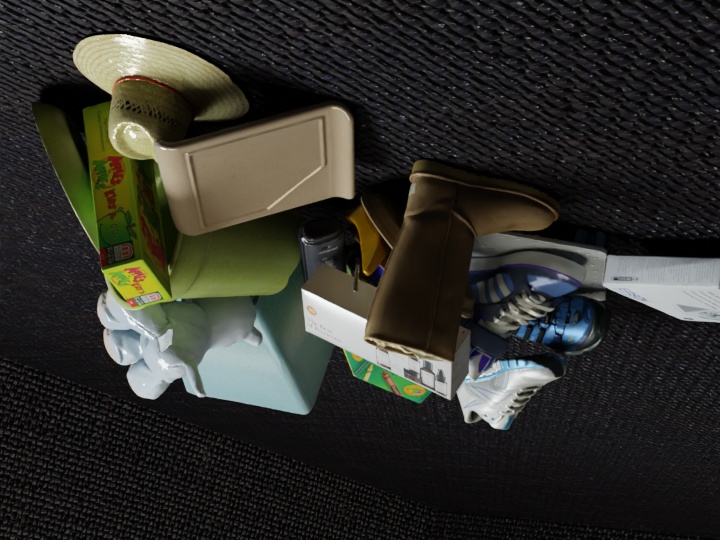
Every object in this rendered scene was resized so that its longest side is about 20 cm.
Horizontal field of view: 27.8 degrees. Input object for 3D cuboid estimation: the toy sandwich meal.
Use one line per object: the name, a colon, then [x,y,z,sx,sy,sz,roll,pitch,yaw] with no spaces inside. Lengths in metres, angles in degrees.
toy sandwich meal: [0.049,-0.008,1.648,0.205,0.070,0.205,46,-169,-12]

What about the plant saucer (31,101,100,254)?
plant saucer: [-0.311,-0.103,1.634,0.031,0.201,0.200,-24,163,-3]

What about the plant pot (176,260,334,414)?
plant pot: [-0.151,0.049,1.976,0.195,0.197,0.200,8,149,20]

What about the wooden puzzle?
wooden puzzle: [-0.106,-0.108,1.501,0.198,0.037,0.185,-12,154,-5]

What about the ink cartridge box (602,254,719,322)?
ink cartridge box: [0.403,0.024,1.616,0.199,0.041,0.199,0,167,41]

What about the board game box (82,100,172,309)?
board game box: [-0.252,-0.072,1.570,0.047,0.201,0.102,-14,153,4]

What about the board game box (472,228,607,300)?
board game box: [0.194,-0.019,1.719,0.198,0.026,0.200,10,165,12]

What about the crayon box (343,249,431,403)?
crayon box: [0.024,0.070,1.892,0.118,0.201,0.058,25,118,-37]

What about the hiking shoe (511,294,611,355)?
hiking shoe: [0.215,0.059,1.778,0.086,0.075,0.199,15,173,-39]

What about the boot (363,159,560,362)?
boot: [0.108,0.001,1.529,0.174,0.202,0.066,14,165,0]

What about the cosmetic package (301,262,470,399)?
cosmetic package: [0.028,0.070,1.669,0.199,0.051,0.083,24,143,21]

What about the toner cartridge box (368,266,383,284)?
toner cartridge box: [0.118,0.023,1.906,0.199,0.044,0.095,23,164,-30]

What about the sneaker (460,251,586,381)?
sneaker: [0.171,0.061,1.693,0.080,0.148,0.199,25,162,-38]

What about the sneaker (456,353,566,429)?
sneaker: [0.189,0.152,1.806,0.074,0.087,0.200,-1,170,-31]

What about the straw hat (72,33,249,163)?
straw hat: [-0.214,-0.156,1.472,0.199,0.086,0.201,12,165,3]

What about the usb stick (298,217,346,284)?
usb stick: [-0.043,-0.012,1.727,0.055,0.033,0.200,-10,159,-3]

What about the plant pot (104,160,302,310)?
plant pot: [-0.175,-0.043,1.707,0.189,0.202,0.199,9,170,-35]

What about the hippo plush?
hippo plush: [-0.215,0.054,1.785,0.199,0.160,0.160,-14,107,57]

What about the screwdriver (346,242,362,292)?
screwdriver: [0.000,0.000,1.660,0.029,0.028,0.200,17,-167,-8]
